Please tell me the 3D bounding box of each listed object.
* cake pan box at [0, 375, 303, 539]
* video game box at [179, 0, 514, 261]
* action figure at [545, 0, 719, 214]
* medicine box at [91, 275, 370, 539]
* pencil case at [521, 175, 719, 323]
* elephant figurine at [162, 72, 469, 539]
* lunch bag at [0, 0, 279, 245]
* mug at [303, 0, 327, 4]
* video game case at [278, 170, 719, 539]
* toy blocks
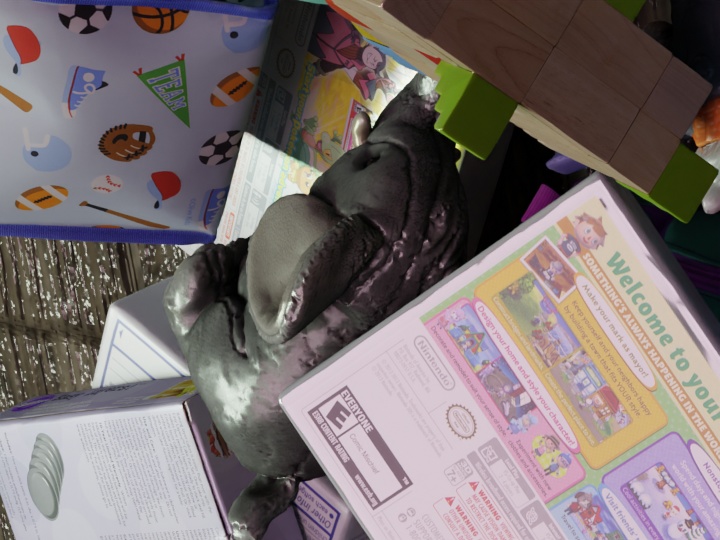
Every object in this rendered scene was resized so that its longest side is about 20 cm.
[{"bbox_3d":[-0.100,0.157,1.349,0.184,0.052,0.201,-11,100,49],"label":"cake pan box"},{"bbox_3d":[-0.017,-0.058,1.315,0.182,0.047,0.201,40,133,27],"label":"video game box"},{"bbox_3d":[0.128,-0.108,1.091,0.199,0.104,0.195,-29,70,36],"label":"action figure"},{"bbox_3d":[-0.056,0.125,1.402,0.182,0.103,0.201,39,133,26],"label":"medicine box"},{"bbox_3d":[0.168,0.016,1.125,0.199,0.085,0.092,16,164,40],"label":"pencil case"},{"bbox_3d":[0.000,0.000,1.190,0.156,0.141,0.200,58,141,9],"label":"elephant figurine"},{"bbox_3d":[-0.156,-0.107,1.235,0.171,0.199,0.124,106,157,-44],"label":"lunch bag"},{"bbox_3d":[-0.012,-0.181,1.156,0.115,0.151,0.186,115,150,-47],"label":"mug"},{"bbox_3d":[0.089,0.088,1.106,0.182,0.022,0.201,-35,88,22],"label":"video game case"},{"bbox_3d":[0.041,-0.103,1.036,0.100,0.200,0.137,-59,33,0],"label":"toy blocks"}]
